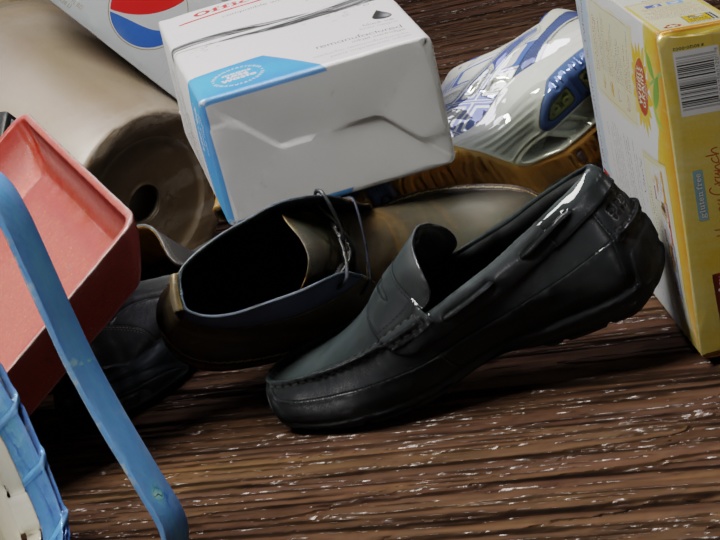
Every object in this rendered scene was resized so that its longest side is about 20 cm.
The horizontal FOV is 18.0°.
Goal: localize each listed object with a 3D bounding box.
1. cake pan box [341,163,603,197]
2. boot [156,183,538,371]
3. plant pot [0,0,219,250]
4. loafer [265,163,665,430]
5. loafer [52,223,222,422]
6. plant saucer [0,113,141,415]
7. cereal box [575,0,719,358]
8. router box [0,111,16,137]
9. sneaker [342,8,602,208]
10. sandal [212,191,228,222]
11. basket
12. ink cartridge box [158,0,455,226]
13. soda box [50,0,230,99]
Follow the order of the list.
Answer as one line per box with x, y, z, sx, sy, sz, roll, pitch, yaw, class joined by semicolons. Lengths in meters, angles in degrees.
0.068;-0.057;1.292;0.184;0.052;0.200;-19;16;1;cake pan box
0.000;0.000;1.063;0.200;0.075;0.097;-18;-9;-3;boot
-0.181;-0.062;1.368;0.200;0.200;0.173;-28;34;-34;plant pot
0.037;0.011;1.005;0.200;0.070;0.068;-25;20;26;loafer
-0.101;0.008;1.206;0.073;0.072;0.200;-10;16;28;loafer
-0.191;0.031;1.111;0.200;0.037;0.200;-50;29;-1;plant saucer
0.140;-0.058;1.036;0.039;0.144;0.200;-11;16;-1;cereal box
-0.272;0.006;1.267;0.200;0.052;0.157;-9;62;29;router box
0.058;-0.060;1.170;0.200;0.075;0.088;-34;33;-8;sneaker
-0.043;-0.048;1.202;0.080;0.054;0.200;-38;12;38;sandal
-0.180;0.064;0.908;0.200;0.176;0.139;-20;8;35;basket
-0.035;-0.098;1.152;0.116;0.068;0.200;-16;22;-7;ink cartridge box
-0.103;-0.139;1.338;0.064;0.200;0.068;-51;14;6;soda box
